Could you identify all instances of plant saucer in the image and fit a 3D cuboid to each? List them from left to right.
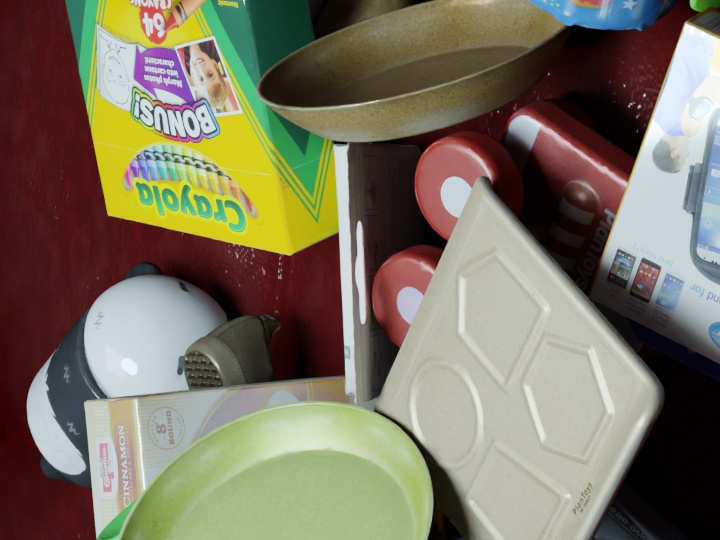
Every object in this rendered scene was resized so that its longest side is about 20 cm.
[{"bbox_3d":[-0.048,0.162,1.584,0.200,0.200,0.031,40,164,46],"label":"plant saucer"},{"bbox_3d":[0.038,-0.119,1.634,0.200,0.200,0.035,12,123,54],"label":"plant saucer"}]

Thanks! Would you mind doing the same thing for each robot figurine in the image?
[{"bbox_3d":[-0.168,0.087,2.005,0.150,0.125,0.200,50,137,8],"label":"robot figurine"}]

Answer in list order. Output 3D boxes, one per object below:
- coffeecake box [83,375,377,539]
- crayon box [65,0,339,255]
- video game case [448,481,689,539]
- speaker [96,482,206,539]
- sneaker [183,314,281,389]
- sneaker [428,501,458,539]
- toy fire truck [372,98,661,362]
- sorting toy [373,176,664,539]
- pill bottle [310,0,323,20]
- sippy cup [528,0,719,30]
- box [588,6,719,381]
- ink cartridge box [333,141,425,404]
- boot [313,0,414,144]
[{"bbox_3d":[-0.074,0.152,1.804,0.073,0.200,0.154,-8,87,55],"label":"coffeecake box"},{"bbox_3d":[-0.105,-0.112,1.801,0.200,0.058,0.173,13,118,48],"label":"crayon box"},{"bbox_3d":[0.123,0.193,1.612,0.143,0.019,0.200,42,139,-3],"label":"video game case"},{"bbox_3d":[-0.077,0.225,1.691,0.200,0.088,0.088,54,145,-9],"label":"speaker"},{"bbox_3d":[-0.060,0.125,1.908,0.070,0.076,0.200,14,127,47],"label":"sneaker"},{"bbox_3d":[0.054,0.140,1.690,0.200,0.073,0.077,115,175,-64],"label":"sneaker"},{"bbox_3d":[0.113,0.004,1.614,0.168,0.112,0.200,37,126,25],"label":"toy fire truck"},{"bbox_3d":[0.089,0.075,1.535,0.200,0.036,0.185,55,136,37],"label":"sorting toy"},{"bbox_3d":[-0.093,-0.187,1.881,0.200,0.104,0.104,-34,66,52],"label":"pill bottle"},{"bbox_3d":[0.142,-0.211,1.528,0.178,0.140,0.130,-87,6,-54],"label":"sippy cup"},{"bbox_3d":[0.203,-0.028,1.484,0.119,0.041,0.200,27,117,20],"label":"box"},{"bbox_3d":[0.000,0.000,1.706,0.050,0.200,0.161,-2,91,16],"label":"ink cartridge box"},{"bbox_3d":[-0.023,-0.132,1.834,0.200,0.074,0.075,-32,48,47],"label":"boot"}]
